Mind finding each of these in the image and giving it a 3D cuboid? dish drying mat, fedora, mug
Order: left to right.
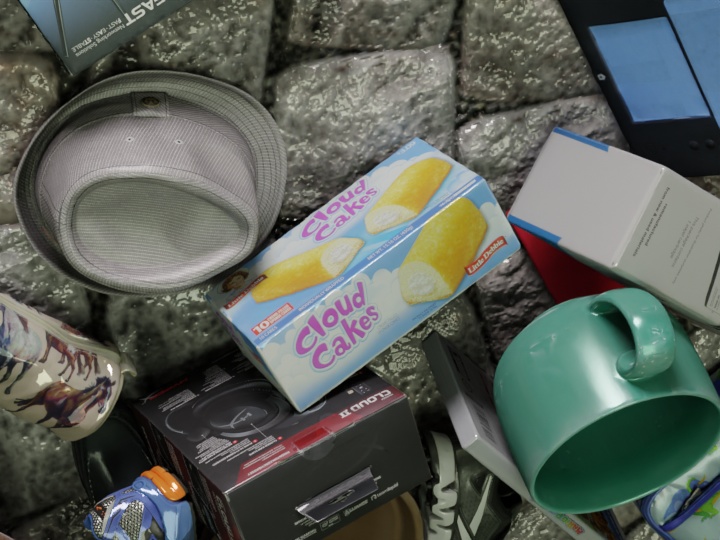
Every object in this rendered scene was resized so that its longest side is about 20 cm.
[{"bbox_3d":[-0.139,-0.045,1.319,0.199,0.090,0.177,9,114,-20],"label":"fedora"},{"bbox_3d":[0.190,0.011,1.484,0.077,0.018,0.200,-32,121,2],"label":"dish drying mat"},{"bbox_3d":[0.183,0.078,1.363,0.152,0.115,0.185,14,132,-41],"label":"mug"}]

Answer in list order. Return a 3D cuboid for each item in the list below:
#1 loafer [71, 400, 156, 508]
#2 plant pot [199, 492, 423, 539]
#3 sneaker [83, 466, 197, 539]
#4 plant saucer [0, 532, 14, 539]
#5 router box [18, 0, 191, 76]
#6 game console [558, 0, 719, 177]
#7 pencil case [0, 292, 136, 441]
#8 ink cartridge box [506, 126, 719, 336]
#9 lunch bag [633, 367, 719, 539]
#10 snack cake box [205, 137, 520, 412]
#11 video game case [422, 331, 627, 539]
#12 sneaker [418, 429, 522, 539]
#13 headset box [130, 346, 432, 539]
[{"bbox_3d":[-0.167,0.186,1.444,0.068,0.070,0.201,-22,121,-5],"label":"loafer"},{"bbox_3d":[-0.057,0.216,1.464,0.200,0.093,0.201,-20,130,-25],"label":"plant pot"},{"bbox_3d":[-0.163,0.241,1.374,0.078,0.075,0.201,-14,111,-27],"label":"sneaker"},{"bbox_3d":[-0.249,0.265,1.413,0.034,0.200,0.201,-39,127,-33],"label":"plant saucer"},{"bbox_3d":[-0.151,-0.244,1.228,0.200,0.062,0.150,-32,122,2],"label":"router box"},{"bbox_3d":[0.241,-0.150,1.344,0.176,0.031,0.200,-5,127,37],"label":"game console"},{"bbox_3d":[-0.261,0.048,1.341,0.200,0.078,0.089,31,125,-27],"label":"pencil case"},{"bbox_3d":[0.232,-0.017,1.393,0.200,0.145,0.084,27,92,-32],"label":"ink cartridge box"},{"bbox_3d":[0.326,0.159,1.566,0.200,0.083,0.161,-43,117,7],"label":"lunch bag"},{"bbox_3d":[0.000,0.000,1.349,0.200,0.115,0.067,-37,121,-9],"label":"snack cake box"},{"bbox_3d":[0.132,0.144,1.465,0.018,0.143,0.200,-42,120,13],"label":"video game case"},{"bbox_3d":[0.086,0.208,1.520,0.090,0.067,0.201,-6,127,-12],"label":"sneaker"},{"bbox_3d":[-0.055,0.124,1.349,0.148,0.200,0.077,-28,119,-19],"label":"headset box"}]
